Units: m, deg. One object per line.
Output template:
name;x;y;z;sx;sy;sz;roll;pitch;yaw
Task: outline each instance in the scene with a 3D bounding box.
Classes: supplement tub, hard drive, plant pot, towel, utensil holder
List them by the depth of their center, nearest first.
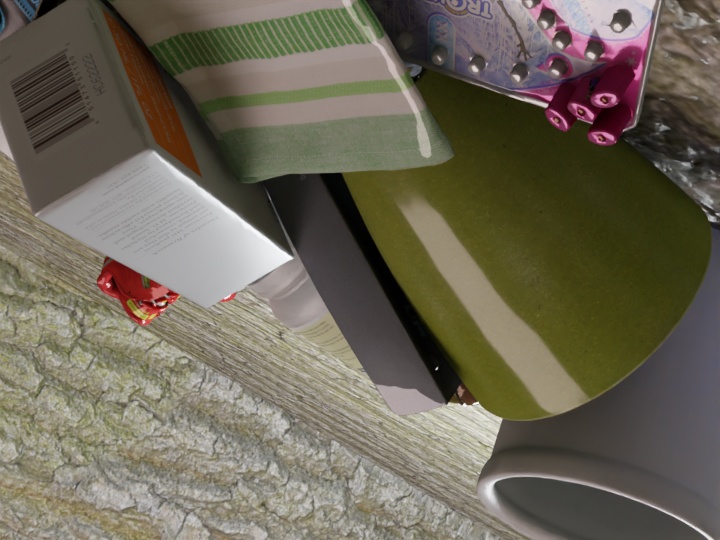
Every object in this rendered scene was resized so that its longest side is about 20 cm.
towel;-0.060;-0.122;0.593;0.152;0.023;0.200;0;136;42
plant pot;0.078;-0.044;0.746;0.200;0.188;0.187;44;161;-22
hard drive;0.000;0.000;0.807;0.201;0.042;0.135;61;-171;3
utensil holder;0.187;0.083;0.844;0.169;0.201;0.170;17;157;8
supplement tub;0.008;0.012;1.096;0.199;0.146;0.145;33;165;-22

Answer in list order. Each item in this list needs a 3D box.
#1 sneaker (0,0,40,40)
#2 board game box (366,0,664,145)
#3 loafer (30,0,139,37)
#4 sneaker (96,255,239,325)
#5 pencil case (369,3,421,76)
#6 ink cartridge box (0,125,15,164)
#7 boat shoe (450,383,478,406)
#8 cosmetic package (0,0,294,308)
sneaker;-0.186;-0.199;0.696;0.073;0.081;0.201;-122;32;-43
board game box;0.035;-0.160;0.520;0.199;0.026;0.201;22;140;19
loafer;-0.119;-0.172;0.647;0.069;0.200;0.075;-14;-125;-48
sneaker;-0.177;0.014;1.123;0.077;0.085;0.199;36;165;-35
pencil case;-0.041;-0.166;0.688;0.199;0.083;0.091;19;153;35
ink cartridge box;-0.243;-0.158;0.900;0.200;0.084;0.146;40;-155;-9
boat shoe;0.099;0.033;0.945;0.067;0.200;0.072;-5;112;25
cosmetic package;-0.116;-0.058;0.686;0.102;0.071;0.200;65;-171;20
